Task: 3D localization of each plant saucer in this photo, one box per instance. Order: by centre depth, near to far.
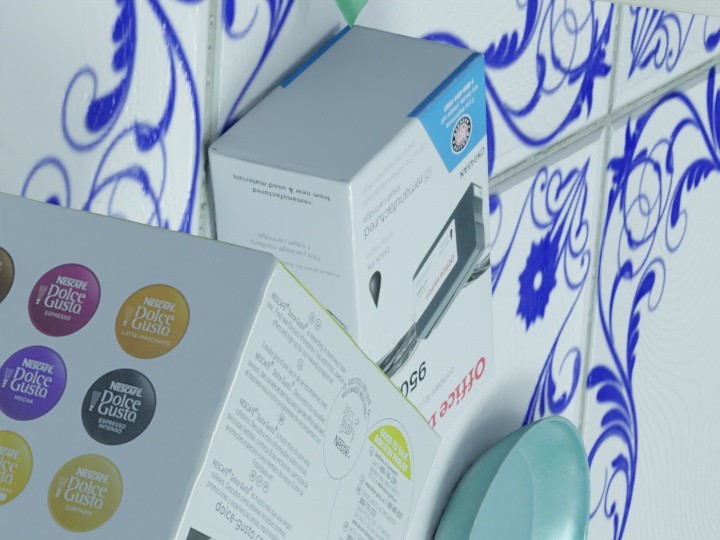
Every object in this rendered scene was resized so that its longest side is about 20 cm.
[{"bbox_3d":[0.084,0.182,1.823,0.200,0.036,0.201,-40,137,-51],"label":"plant saucer"}]

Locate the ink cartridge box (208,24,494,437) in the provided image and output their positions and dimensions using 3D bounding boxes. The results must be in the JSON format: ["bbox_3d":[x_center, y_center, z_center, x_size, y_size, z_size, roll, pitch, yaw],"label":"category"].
[{"bbox_3d":[0.000,0.000,1.507,0.145,0.084,0.200,-46,141,-47],"label":"ink cartridge box"}]

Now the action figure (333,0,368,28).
[{"bbox_3d":[0.020,-0.233,1.479,0.200,0.055,0.118,-66,150,-30],"label":"action figure"}]

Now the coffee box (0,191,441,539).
[{"bbox_3d":[-0.113,0.097,1.188,0.200,0.199,0.198,48,59,-59],"label":"coffee box"}]

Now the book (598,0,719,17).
[{"bbox_3d":[0.182,-0.246,1.704,0.200,0.133,0.048,-69,153,-17],"label":"book"}]
